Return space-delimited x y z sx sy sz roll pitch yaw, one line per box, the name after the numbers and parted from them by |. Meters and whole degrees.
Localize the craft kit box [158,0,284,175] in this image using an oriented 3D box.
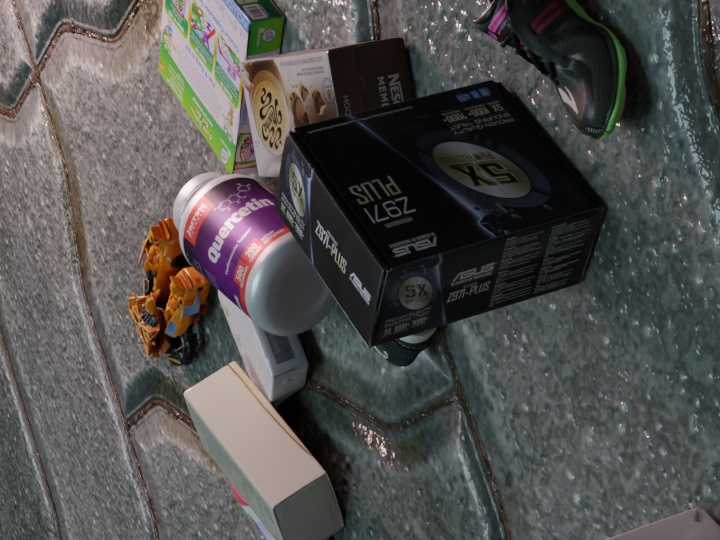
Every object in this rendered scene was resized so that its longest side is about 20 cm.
-0.150 -0.236 1.947 0.201 0.048 0.199 54 145 37 | craft kit box

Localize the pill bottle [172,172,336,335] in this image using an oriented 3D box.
-0.109 -0.024 1.878 0.200 0.112 0.114 37 135 45 | pill bottle

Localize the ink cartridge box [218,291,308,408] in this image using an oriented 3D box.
-0.108 0.068 2.038 0.200 0.047 0.161 99 149 -70 | ink cartridge box

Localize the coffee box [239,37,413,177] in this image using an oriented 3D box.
-0.029 -0.147 1.704 0.199 0.079 0.114 7 108 63 | coffee box

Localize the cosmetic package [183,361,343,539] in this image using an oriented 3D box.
-0.106 0.204 2.007 0.200 0.073 0.104 46 160 39 | cosmetic package

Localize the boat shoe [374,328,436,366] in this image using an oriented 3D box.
0.000 0.000 1.727 0.201 0.075 0.061 62 145 28 | boat shoe

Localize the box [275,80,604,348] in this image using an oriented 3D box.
0.058 -0.048 1.440 0.164 0.198 0.087 56 149 36 | box

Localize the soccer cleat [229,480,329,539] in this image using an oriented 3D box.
-0.080 0.289 2.069 0.200 0.067 0.077 49 175 33 | soccer cleat

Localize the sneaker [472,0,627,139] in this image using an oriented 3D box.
0.129 -0.174 1.366 0.201 0.083 0.077 62 152 27 | sneaker

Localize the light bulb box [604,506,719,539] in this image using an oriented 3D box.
0.191 0.309 1.358 0.125 0.196 0.202 49 145 46 | light bulb box

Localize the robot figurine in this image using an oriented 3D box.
-0.233 0.029 2.230 0.146 0.058 0.201 64 151 25 | robot figurine
